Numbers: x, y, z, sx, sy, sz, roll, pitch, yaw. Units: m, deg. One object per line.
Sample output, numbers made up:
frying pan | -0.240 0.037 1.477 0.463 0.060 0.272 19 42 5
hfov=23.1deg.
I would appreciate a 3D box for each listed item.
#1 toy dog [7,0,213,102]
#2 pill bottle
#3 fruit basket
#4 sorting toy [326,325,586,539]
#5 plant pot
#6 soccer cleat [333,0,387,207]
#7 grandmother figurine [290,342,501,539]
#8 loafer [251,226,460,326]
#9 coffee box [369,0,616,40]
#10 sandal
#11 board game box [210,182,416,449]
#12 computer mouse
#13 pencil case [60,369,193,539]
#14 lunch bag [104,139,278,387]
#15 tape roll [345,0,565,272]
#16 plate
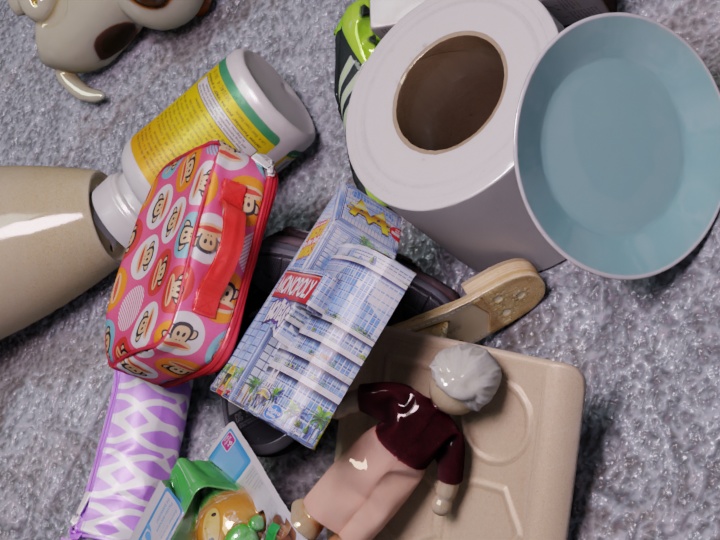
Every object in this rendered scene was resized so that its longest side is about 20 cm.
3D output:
toy dog | -0.251 -0.283 1.789 0.199 0.139 0.195 -12 74 32
pill bottle | -0.149 -0.103 1.633 0.200 0.113 0.113 -39 50 15
fruit basket | -0.113 0.249 1.406 0.186 0.093 0.200 -61 34 19
sorting toy | 0.073 0.146 1.348 0.199 0.036 0.186 10 97 31
plant pot | -0.332 -0.026 1.704 0.199 0.187 0.188 -14 59 15
soccer cleat | 0.010 -0.144 1.575 0.081 0.067 0.201 142 128 -59
grandmother figurine | 0.029 0.130 1.322 0.200 0.121 0.061 -47 14 20
loafer | 0.000 0.000 1.488 0.199 0.072 0.063 14 42 25
coffee box | 0.112 -0.260 1.500 0.199 0.080 0.115 -6 75 20
sandal | 0.063 0.076 1.407 0.211 0.078 0.070 -35 48 10
board game box | -0.029 0.028 1.364 0.200 0.062 0.200 -60 12 -6
computer mouse | -0.075 0.086 1.524 0.138 0.053 0.201 -27 46 13
pencil case | -0.204 0.161 1.556 0.084 0.085 0.201 -29 45 56
lunch bag | -0.140 -0.008 1.487 0.176 0.082 0.201 -23 49 59
tape roll | 0.106 -0.113 1.429 0.202 0.139 0.204 -16 59 29
plate | 0.194 -0.093 1.328 0.026 0.200 0.201 1 66 63
